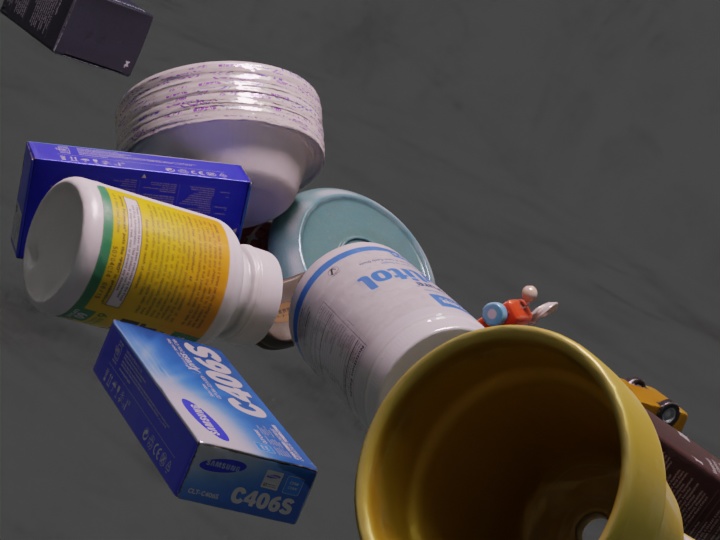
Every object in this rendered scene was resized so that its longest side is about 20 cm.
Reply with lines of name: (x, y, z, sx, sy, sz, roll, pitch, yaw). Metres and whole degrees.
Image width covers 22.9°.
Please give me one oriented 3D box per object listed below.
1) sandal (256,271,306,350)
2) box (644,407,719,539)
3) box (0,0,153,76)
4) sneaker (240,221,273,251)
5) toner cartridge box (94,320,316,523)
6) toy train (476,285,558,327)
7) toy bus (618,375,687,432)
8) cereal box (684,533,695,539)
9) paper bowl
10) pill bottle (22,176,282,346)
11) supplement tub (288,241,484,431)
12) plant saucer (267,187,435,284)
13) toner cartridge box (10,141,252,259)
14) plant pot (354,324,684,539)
sandal: (-0.028, 0.019, 1.650, 0.199, 0.054, 0.082, -14, 77, -46)
box: (0.263, 0.177, 1.591, 0.199, 0.075, 0.100, 33, 10, -6)
box: (-0.436, -0.393, 2.724, 0.147, 0.105, 0.200, 14, 15, -44)
sneaker: (-0.056, 0.009, 1.796, 0.199, 0.078, 0.082, 31, 4, -20)
toner cartridge box: (-0.113, 0.104, 1.251, 0.094, 0.044, 0.200, 17, 14, -31)
toy train: (0.138, 0.077, 1.748, 0.056, 0.150, 0.200, 61, 17, 13)
toy bus: (0.231, 0.140, 1.761, 0.199, 0.079, 0.065, 16, 13, -38)
cereal box: (0.297, 0.273, 1.395, 0.199, 0.040, 0.143, 31, 13, 27)
paper bowl: (-0.132, -0.108, 1.686, 0.198, 0.106, 0.201, -4, -21, -1)
pill bottle: (-0.167, 0.001, 1.466, 0.199, 0.114, 0.113, 17, 14, -35)
supplement tub: (0.030, 0.068, 1.532, 0.131, 0.133, 0.200, 17, 13, -31)
plant saucer: (0.000, 0.000, 1.749, 0.199, 0.027, 0.202, 20, 50, -27)
toner cartridge box: (-0.203, -0.053, 1.570, 0.198, 0.096, 0.043, 6, 24, -22)
plant pot: (0.126, 0.160, 1.197, 0.200, 0.202, 0.189, 33, -1, 38)
